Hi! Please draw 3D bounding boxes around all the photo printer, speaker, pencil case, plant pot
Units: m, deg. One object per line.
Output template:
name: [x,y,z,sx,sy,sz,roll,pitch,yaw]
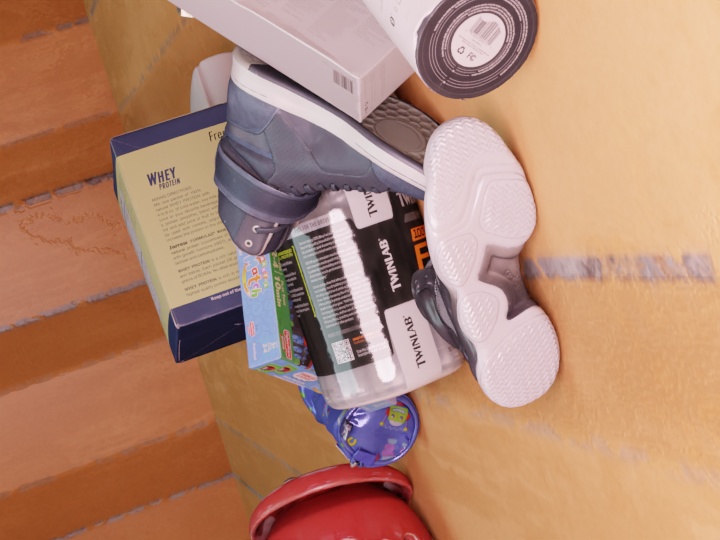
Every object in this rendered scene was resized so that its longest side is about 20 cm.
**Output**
photo printer: [-0.133,-0.124,1.750,0.167,0.069,0.202,114,137,-71]
speaker: [0.030,-0.192,0.944,0.201,0.080,0.082,-122,18,-45]
pencil case: [-0.006,0.136,1.542,0.078,0.087,0.200,34,-179,-20]
plant pot: [-0.011,0.307,1.561,0.201,0.198,0.184,95,161,-60]

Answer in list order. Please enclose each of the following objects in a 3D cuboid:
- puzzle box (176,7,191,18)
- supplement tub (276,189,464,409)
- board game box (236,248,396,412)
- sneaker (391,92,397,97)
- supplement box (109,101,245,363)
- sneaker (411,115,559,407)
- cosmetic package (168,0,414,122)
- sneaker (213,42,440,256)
puzzle box: [-0.155,-0.342,1.457,0.133,0.025,0.203,-127,40,-77]
supplement tub: [0.000,0.000,1.240,0.122,0.121,0.202,170,82,-77]
board game box: [-0.038,0.029,1.330,0.200,0.036,0.153,28,-131,-58]
sneaker: [-0.018,-0.148,1.252,0.200,0.073,0.081,177,79,-68]
supplement box: [-0.125,-0.047,1.526,0.134,0.198,0.202,113,136,-70]
sneaker: [0.069,-0.012,1.032,0.114,0.075,0.202,-143,34,-64]
cosmetic package: [-0.050,-0.190,1.098,0.199,0.083,0.051,35,154,23]
sneaker: [-0.020,-0.061,1.125,0.201,0.077,0.147,30,122,19]
